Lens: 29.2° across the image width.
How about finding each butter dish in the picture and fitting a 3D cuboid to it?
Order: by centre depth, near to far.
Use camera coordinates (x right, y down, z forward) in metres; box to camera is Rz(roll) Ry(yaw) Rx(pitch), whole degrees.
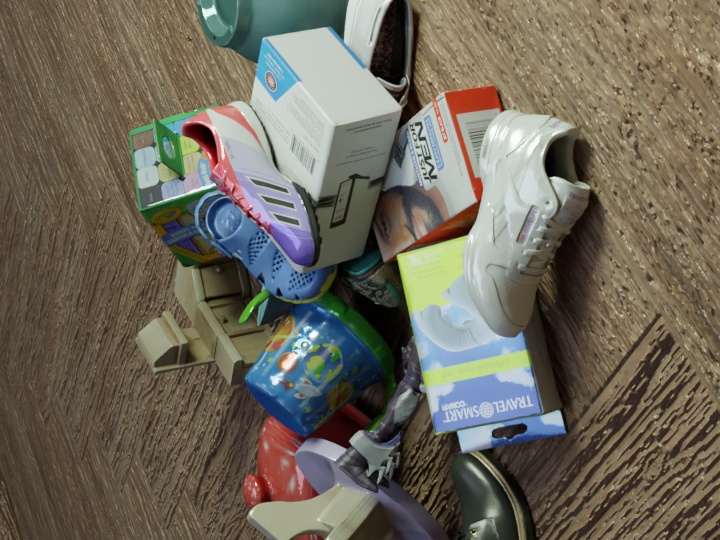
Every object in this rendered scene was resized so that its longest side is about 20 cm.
[{"bbox_3d":[-0.069,0.251,1.646,0.199,0.148,0.200,28,123,56],"label":"butter dish"}]

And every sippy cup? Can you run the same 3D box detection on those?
[{"bbox_3d":[-0.053,0.107,1.528,0.178,0.130,0.140,35,163,24],"label":"sippy cup"}]

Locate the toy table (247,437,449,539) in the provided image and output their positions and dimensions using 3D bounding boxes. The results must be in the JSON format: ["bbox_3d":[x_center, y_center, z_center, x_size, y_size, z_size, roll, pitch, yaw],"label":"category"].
[{"bbox_3d":[-0.014,0.285,1.489,0.200,0.117,0.184,32,149,17],"label":"toy table"}]

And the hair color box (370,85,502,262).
[{"bbox_3d":[0.074,-0.090,1.349,0.200,0.064,0.111,-36,68,62],"label":"hair color box"}]

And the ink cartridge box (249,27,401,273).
[{"bbox_3d":[-0.047,-0.120,1.399,0.146,0.084,0.200,52,144,32],"label":"ink cartridge box"}]

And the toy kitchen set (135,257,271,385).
[{"bbox_3d":[-0.202,0.026,1.801,0.200,0.163,0.181,52,142,41],"label":"toy kitchen set"}]

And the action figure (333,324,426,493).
[{"bbox_3d":[0.051,0.128,1.413,0.200,0.069,0.130,-59,2,4],"label":"action figure"}]

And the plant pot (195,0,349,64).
[{"bbox_3d":[-0.102,-0.312,1.527,0.200,0.134,0.200,28,123,56],"label":"plant pot"}]

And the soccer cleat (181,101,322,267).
[{"bbox_3d":[-0.106,-0.080,1.359,0.200,0.073,0.068,59,147,22],"label":"soccer cleat"}]

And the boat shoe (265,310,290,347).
[{"bbox_3d":[-0.090,0.096,1.716,0.063,0.073,0.201,55,152,30],"label":"boat shoe"}]

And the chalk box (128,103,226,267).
[{"bbox_3d":[-0.201,-0.113,1.686,0.200,0.124,0.125,63,-167,-61],"label":"chalk box"}]

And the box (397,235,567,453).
[{"bbox_3d":[0.113,0.068,1.299,0.122,0.048,0.200,-16,84,33],"label":"box"}]

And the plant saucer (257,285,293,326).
[{"bbox_3d":[-0.083,-0.028,1.626,0.200,0.036,0.200,-167,90,-83],"label":"plant saucer"}]

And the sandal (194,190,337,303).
[{"bbox_3d":[-0.110,-0.029,1.485,0.200,0.087,0.080,28,87,34],"label":"sandal"}]

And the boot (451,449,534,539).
[{"bbox_3d":[0.099,0.275,1.347,0.200,0.138,0.077,66,150,27],"label":"boot"}]

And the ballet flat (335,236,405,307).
[{"bbox_3d":[0.000,0.000,1.513,0.075,0.068,0.200,54,173,-24],"label":"ballet flat"}]

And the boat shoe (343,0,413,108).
[{"bbox_3d":[0.022,-0.194,1.416,0.069,0.072,0.200,35,120,54],"label":"boat shoe"}]

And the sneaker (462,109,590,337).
[{"bbox_3d":[0.145,-0.039,1.197,0.100,0.075,0.200,9,96,44],"label":"sneaker"}]
